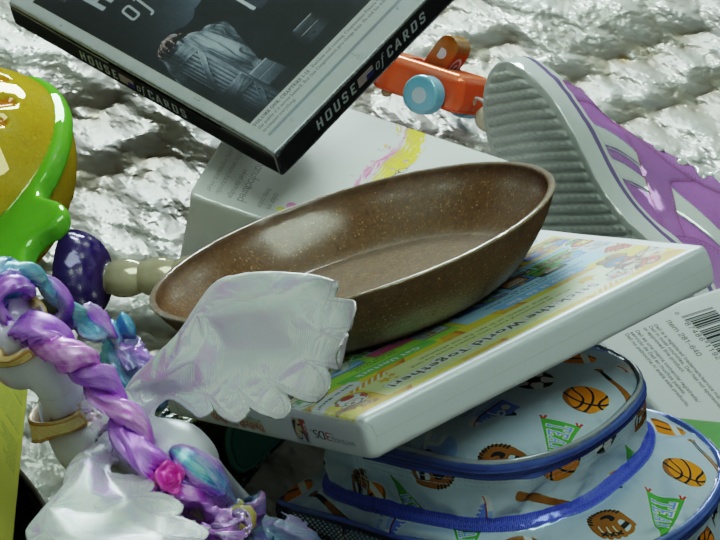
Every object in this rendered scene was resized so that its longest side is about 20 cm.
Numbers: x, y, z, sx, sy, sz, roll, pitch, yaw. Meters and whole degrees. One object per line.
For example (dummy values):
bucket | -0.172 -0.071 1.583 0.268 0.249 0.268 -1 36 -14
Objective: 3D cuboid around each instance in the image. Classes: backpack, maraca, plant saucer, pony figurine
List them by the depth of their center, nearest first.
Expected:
pony figurine | -0.088 0.081 1.278 0.193 0.200 0.167 17 60 38
backpack | 0.077 0.115 1.404 0.190 0.154 0.200 21 41 30
plant saucer | 0.000 0.000 1.420 0.200 0.037 0.200 -15 14 4
maraca | -0.203 -0.034 1.536 0.137 0.107 0.200 -35 33 11

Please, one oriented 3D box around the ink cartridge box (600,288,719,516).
ink cartridge box | 0.227 0.079 1.551 0.200 0.084 0.145 -16 49 -29

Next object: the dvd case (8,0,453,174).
dvd case | -0.069 -0.147 1.614 0.200 0.025 0.150 30 65 29

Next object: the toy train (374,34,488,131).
toy train | -0.010 -0.128 1.685 0.150 0.056 0.200 21 10 30

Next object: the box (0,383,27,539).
box | -0.193 0.118 1.314 0.075 0.050 0.200 -13 45 15

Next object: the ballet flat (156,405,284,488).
ballet flat | -0.090 0.094 1.480 0.074 0.074 0.200 29 42 17

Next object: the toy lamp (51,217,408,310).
toy lamp | -0.055 0.001 1.541 0.200 0.058 0.058 0 39 15

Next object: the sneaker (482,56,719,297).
sneaker | 0.158 -0.046 1.680 0.114 0.073 0.201 -23 69 -38

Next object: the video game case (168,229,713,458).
video game case | 0.034 0.029 1.393 0.200 0.023 0.182 -25 17 -28

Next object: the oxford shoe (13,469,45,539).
oxford shoe | -0.188 0.101 1.422 0.073 0.085 0.200 -20 49 -29

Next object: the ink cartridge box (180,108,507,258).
ink cartridge box | 0.016 -0.019 1.617 0.200 0.068 0.117 19 41 7
